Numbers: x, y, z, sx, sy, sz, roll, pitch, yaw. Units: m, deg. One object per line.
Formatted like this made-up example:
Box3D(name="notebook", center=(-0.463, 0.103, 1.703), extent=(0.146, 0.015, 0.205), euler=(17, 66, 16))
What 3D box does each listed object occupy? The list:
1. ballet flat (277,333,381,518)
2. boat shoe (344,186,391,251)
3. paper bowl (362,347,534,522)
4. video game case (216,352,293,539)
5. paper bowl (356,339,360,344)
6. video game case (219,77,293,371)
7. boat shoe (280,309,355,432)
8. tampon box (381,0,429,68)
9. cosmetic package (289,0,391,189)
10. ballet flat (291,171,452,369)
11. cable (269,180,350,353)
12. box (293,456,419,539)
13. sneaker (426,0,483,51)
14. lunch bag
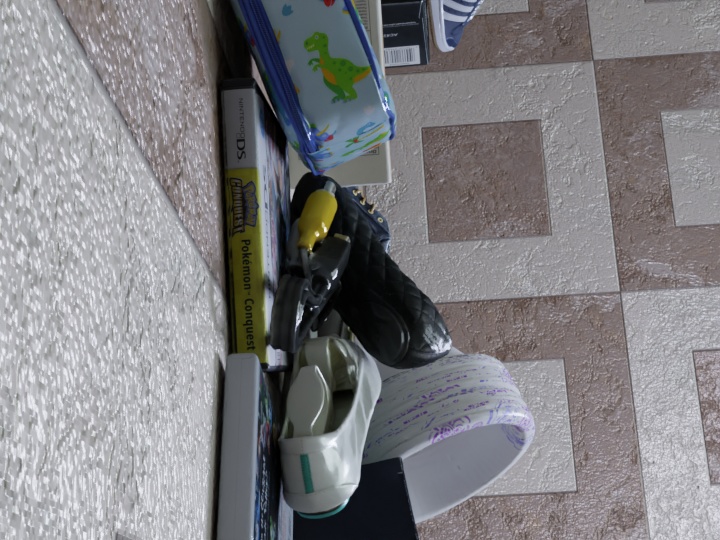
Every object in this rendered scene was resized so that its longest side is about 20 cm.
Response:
Box3D(name="ballet flat", center=(-0.024, 0.084, 0.793), extent=(0.201, 0.068, 0.070), euler=(-83, 169, -64))
Box3D(name="boat shoe", center=(-0.007, -0.077, 1.482), extent=(0.071, 0.089, 0.204), euler=(62, 24, -84))
Box3D(name="paper bowl", center=(0.047, 0.143, 1.038), extent=(0.202, 0.198, 0.105), euler=(82, -18, -59))
Box3D(name="video game case", center=(-0.062, 0.182, 0.696), extent=(0.183, 0.023, 0.203), euler=(84, 5, -57))
Box3D(name="paper bowl", center=(0.036, 0.117, 1.224), extent=(0.202, 0.103, 0.201), euler=(59, -2, 4))
Box3D(name="video game case", center=(-0.067, -0.021, 0.812), extent=(0.200, 0.025, 0.184), euler=(58, 29, -84))
Box3D(name="boat shoe", center=(-0.029, 0.077, 0.940), extent=(0.072, 0.059, 0.204), euler=(128, -31, -46))
Box3D(name="tampon box", center=(-0.002, -0.344, 1.303), extent=(0.127, 0.147, 0.203), euler=(76, 11, -67))
Box3D(name="cosmetic package", center=(-0.025, -0.185, 1.119), extent=(0.071, 0.103, 0.204), euler=(-82, 170, -77))
Box3D(name="ballet flat", center=(0.000, 0.000, 0.884), extent=(0.067, 0.056, 0.201), euler=(-54, -130, 28))
Box3D(name="cable", center=(-0.045, 0.014, 0.783), extent=(0.200, 0.050, 0.098), euler=(-60, 165, -65))
Box3D(name="box", center=(0.011, 0.286, 0.921), extent=(0.202, 0.102, 0.184), euler=(79, -1, -49))
Box3D(name="sneaker", center=(0.124, -0.311, 1.253), extent=(0.201, 0.107, 0.071), euler=(72, 15, -61))
Box3D(name="lunch bag", center=(-0.036, -0.159, 0.820), extent=(0.200, 0.081, 0.163), euler=(-24, 92, -88))
